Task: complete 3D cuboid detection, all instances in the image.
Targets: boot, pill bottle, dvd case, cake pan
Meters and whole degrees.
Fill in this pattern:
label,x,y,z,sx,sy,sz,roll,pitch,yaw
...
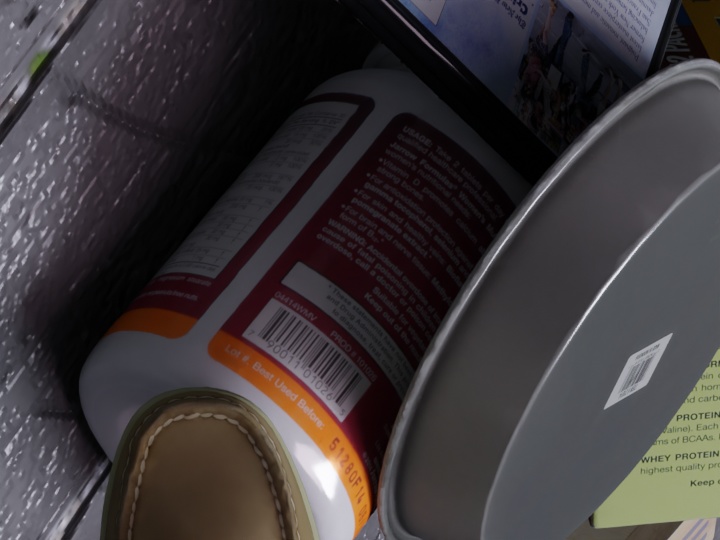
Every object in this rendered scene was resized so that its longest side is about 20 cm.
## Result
label,x,y,z,sx,sy,sz,roll,pitch,yaw
boot,-0.046,0.126,0.703,0.155,0.072,0.201,83,6,-81
pill bottle,0.000,0.000,0.883,0.200,0.109,0.110,-51,149,-29
dvd case,0.066,-0.135,0.882,0.143,0.017,0.201,41,54,-31
cake pan,0.082,0.022,0.864,0.200,0.037,0.201,-45,157,-25

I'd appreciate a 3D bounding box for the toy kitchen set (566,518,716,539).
label,x,y,z,sx,sy,sz,roll,pitch,yaw
toy kitchen set,0.128,0.226,1.231,0.180,0.163,0.201,-40,143,-42

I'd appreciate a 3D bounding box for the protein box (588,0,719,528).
label,x,y,z,sx,sy,sz,roll,pitch,yaw
protein box,0.179,-0.022,1.030,0.135,0.197,0.201,-102,-171,-59
